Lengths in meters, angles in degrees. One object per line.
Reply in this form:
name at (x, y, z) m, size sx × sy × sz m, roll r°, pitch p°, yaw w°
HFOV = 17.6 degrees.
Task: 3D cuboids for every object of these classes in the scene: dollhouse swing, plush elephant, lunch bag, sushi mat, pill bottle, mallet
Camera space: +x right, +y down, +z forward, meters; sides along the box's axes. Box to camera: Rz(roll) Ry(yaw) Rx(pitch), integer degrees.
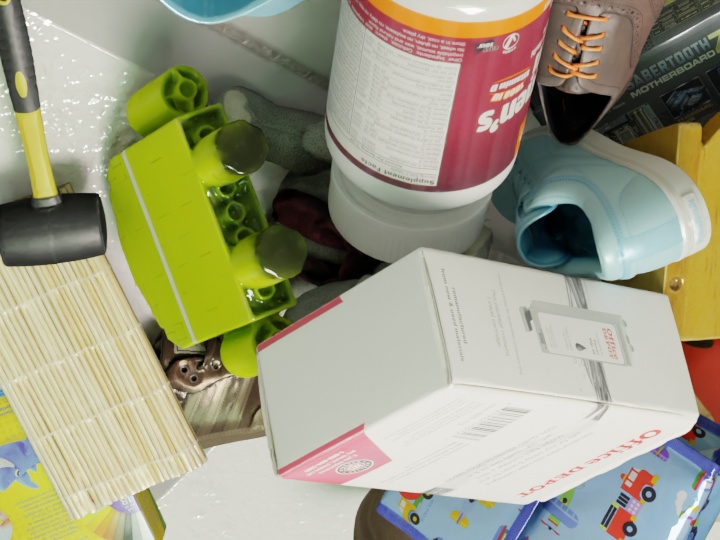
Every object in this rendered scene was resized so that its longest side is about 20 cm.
dollhouse swing at (0.224, -0.032, 1.438) m, size 0.200 × 0.176 × 0.182 m, roll -4°, pitch 106°, yaw -26°
plush elephant at (0.000, 0.000, 1.395) m, size 0.200 × 0.155 × 0.165 m, roll 2°, pitch 133°, yaw -18°
lunch bag at (0.114, 0.125, 1.431) m, size 0.151 × 0.200 × 0.094 m, roll -64°, pitch 160°, yaw 15°
sushi mat at (-0.179, 0.051, 1.423) m, size 0.096 × 0.012 × 0.200 m, roll -24°, pitch 104°, yaw 4°
pill bottle at (0.038, -0.103, 1.251) m, size 0.109 × 0.110 × 0.200 m, roll -4°, pitch 137°, yaw -13°
mallet at (-0.200, -0.085, 1.331) m, size 0.066 × 0.041 × 0.200 m, roll -14°, pitch 126°, yaw 2°

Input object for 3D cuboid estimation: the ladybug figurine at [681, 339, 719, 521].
ladybug figurine at (0.238, 0.090, 1.516) m, size 0.200 × 0.136 × 0.072 m, roll -21°, pitch 157°, yaw -44°

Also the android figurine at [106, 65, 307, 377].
android figurine at (-0.092, -0.023, 1.342) m, size 0.041 × 0.182 × 0.200 m, roll -21°, pitch 178°, yaw -25°

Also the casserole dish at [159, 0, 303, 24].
casserole dish at (-0.088, -0.218, 1.226) m, size 0.121 × 0.039 × 0.200 m, roll -29°, pitch 127°, yaw 14°

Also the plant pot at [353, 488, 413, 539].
plant pot at (0.091, 0.131, 1.550) m, size 0.200 × 0.200 × 0.175 m, roll -6°, pitch 118°, yaw -10°

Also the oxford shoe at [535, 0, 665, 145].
oxford shoe at (0.129, -0.135, 1.250) m, size 0.071 × 0.073 × 0.200 m, roll 14°, pitch 156°, yaw 10°

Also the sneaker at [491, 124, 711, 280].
sneaker at (0.112, -0.037, 1.331) m, size 0.082 × 0.200 × 0.074 m, roll -21°, pitch 105°, yaw -23°

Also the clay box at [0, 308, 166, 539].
clay box at (-0.205, 0.128, 1.474) m, size 0.115 × 0.048 × 0.200 m, roll -21°, pitch 105°, yaw 6°

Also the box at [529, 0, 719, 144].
box at (0.218, -0.111, 1.424) m, size 0.200 × 0.051 × 0.158 m, roll -29°, pitch 135°, yaw 14°

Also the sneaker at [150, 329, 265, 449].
sneaker at (-0.093, 0.068, 1.498) m, size 0.200 × 0.071 × 0.076 m, roll -22°, pitch 132°, yaw 5°

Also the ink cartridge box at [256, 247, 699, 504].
ink cartridge box at (0.065, 0.064, 1.288) m, size 0.200 × 0.083 × 0.146 m, roll 10°, pitch 149°, yaw -41°
